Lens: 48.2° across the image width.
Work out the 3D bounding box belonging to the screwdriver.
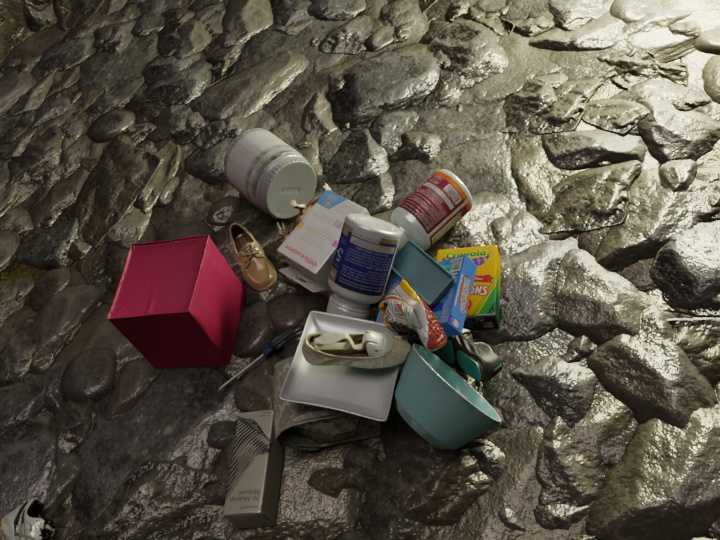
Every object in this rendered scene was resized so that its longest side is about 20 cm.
[{"bbox_3d":[-0.214,0.182,1.660,0.199,0.029,0.028,-34,49,-13],"label":"screwdriver"}]

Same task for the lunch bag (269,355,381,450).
[{"bbox_3d":[-0.070,0.236,1.506,0.197,0.118,0.166,-12,48,7],"label":"lunch bag"}]

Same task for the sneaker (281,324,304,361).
[{"bbox_3d":[-0.071,0.144,1.609,0.197,0.071,0.100,-18,49,8],"label":"sneaker"}]

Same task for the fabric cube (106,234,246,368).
[{"bbox_3d":[-0.383,0.070,1.706,0.197,0.200,0.199,-5,53,18],"label":"fabric cube"}]

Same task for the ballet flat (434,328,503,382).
[{"bbox_3d":[0.193,0.149,1.500,0.068,0.069,0.200,-18,30,-24],"label":"ballet flat"}]

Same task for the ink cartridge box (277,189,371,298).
[{"bbox_3d":[-0.068,-0.042,1.707,0.128,0.126,0.201,30,75,37],"label":"ink cartridge box"}]

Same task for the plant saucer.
[{"bbox_3d":[0.117,0.004,1.553,0.070,0.019,0.200,-49,32,3],"label":"plant saucer"}]

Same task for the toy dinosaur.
[{"bbox_3d":[-0.118,-0.116,1.830,0.199,0.136,0.086,-36,85,-37],"label":"toy dinosaur"}]

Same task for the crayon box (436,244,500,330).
[{"bbox_3d":[0.213,0.022,1.602,0.125,0.051,0.202,-6,52,18],"label":"crayon box"}]

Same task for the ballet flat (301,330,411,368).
[{"bbox_3d":[-0.006,0.136,1.418,0.196,0.063,0.068,-4,48,-1],"label":"ballet flat"}]

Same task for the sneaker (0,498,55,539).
[{"bbox_3d":[-0.623,0.519,1.537,0.087,0.076,0.200,-38,50,-9],"label":"sneaker"}]

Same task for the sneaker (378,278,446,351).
[{"bbox_3d":[0.091,0.094,1.439,0.082,0.078,0.200,-37,27,0],"label":"sneaker"}]

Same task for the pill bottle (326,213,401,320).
[{"bbox_3d":[0.000,0.000,1.607,0.119,0.119,0.203,27,107,35],"label":"pill bottle"}]

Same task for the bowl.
[{"bbox_3d":[0.135,0.231,1.397,0.105,0.200,0.201,-49,50,5],"label":"bowl"}]

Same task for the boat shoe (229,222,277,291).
[{"bbox_3d":[-0.251,-0.030,1.819,0.071,0.065,0.200,-33,49,-6],"label":"boat shoe"}]

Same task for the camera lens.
[{"bbox_3d":[-0.217,-0.231,1.897,0.160,0.161,0.199,-42,50,-13],"label":"camera lens"}]

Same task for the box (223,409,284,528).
[{"bbox_3d":[-0.192,0.365,1.487,0.081,0.069,0.202,-10,51,15],"label":"box"}]

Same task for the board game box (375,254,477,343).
[{"bbox_3d":[0.121,0.061,1.548,0.198,0.045,0.154,-14,47,44],"label":"board game box"}]

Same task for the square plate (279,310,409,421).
[{"bbox_3d":[-0.025,0.172,1.448,0.195,0.029,0.202,10,51,10],"label":"square plate"}]

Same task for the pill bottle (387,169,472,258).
[{"bbox_3d":[0.134,-0.111,1.697,0.199,0.110,0.109,-41,50,-12],"label":"pill bottle"}]
